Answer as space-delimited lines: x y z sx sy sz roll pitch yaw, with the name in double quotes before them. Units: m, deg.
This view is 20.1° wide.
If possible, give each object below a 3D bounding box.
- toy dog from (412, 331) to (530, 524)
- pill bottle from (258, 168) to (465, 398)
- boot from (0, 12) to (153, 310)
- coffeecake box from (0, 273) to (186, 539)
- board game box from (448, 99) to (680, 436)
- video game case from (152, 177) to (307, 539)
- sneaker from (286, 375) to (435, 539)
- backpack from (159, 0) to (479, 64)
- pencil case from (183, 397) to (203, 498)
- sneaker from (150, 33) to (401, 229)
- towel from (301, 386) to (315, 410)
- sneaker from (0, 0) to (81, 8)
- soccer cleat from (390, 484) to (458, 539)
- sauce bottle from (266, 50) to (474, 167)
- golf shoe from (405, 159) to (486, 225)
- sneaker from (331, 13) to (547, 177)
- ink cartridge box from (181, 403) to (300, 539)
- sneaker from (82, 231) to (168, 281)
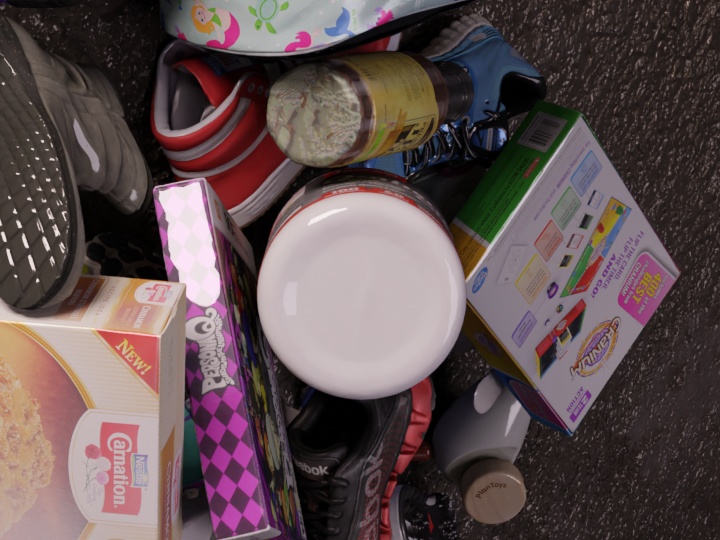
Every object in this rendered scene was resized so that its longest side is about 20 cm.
"toy dog" 0.084 0.088 1.517 0.096 0.132 0.200 6 99 -15
"pill bottle" 0.000 0.000 1.206 0.200 0.116 0.116 -95 -162 -80
"boot" -0.152 -0.055 1.075 0.068 0.200 0.131 -36 145 21
"coffeecake box" -0.195 0.080 1.057 0.073 0.200 0.154 -74 168 -67
"board game box" 0.136 0.002 1.411 0.153 0.040 0.200 -54 137 -14
"video game case" -0.073 0.063 1.176 0.181 0.036 0.200 64 14 -77
"sneaker" -0.018 0.146 1.288 0.098 0.071 0.201 14 91 -54
"backpack" -0.023 -0.200 1.167 0.200 0.178 0.151 -30 122 -30
"pencil case" -0.180 0.139 1.192 0.200 0.092 0.085 -36 175 -29
"sneaker" -0.052 -0.129 1.252 0.200 0.071 0.112 -54 144 -17
"towel" 0.047 0.021 1.434 0.200 0.024 0.145 -34 164 -38
"sneaker" -0.127 -0.214 1.087 0.200 0.099 0.070 -56 144 -17
"soccer cleat" 0.027 0.201 1.531 0.200 0.073 0.068 40 43 -69
"sauce bottle" 0.015 -0.101 1.224 0.200 0.065 0.065 -19 122 -62
"golf shoe" 0.020 -0.024 1.395 0.200 0.075 0.092 -30 132 -40
"sneaker" 0.057 -0.104 1.367 0.200 0.090 0.078 -40 154 -37
"ink cartridge box" -0.109 0.190 1.321 0.200 0.084 0.146 -33 131 -39
"sneaker" -0.167 0.031 1.196 0.080 0.078 0.200 -44 165 29
